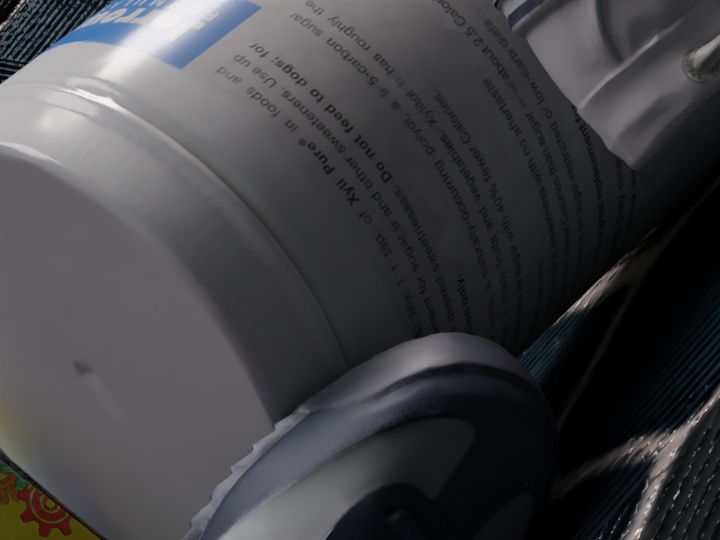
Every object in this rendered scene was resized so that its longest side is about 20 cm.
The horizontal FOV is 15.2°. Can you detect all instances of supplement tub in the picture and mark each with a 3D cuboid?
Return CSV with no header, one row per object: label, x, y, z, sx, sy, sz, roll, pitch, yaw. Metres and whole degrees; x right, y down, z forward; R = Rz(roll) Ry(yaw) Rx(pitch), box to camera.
supplement tub,0.001,-0.031,0.667,0.200,0.132,0.132,-41,-1,-34

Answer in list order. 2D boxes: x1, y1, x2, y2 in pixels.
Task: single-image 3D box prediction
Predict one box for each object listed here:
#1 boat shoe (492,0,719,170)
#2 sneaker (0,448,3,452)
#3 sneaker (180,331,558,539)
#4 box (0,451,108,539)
boat shoe,0.121,-0.087,0.561,0.200,0.065,0.074,-31,-5,-8
sneaker,-0.130,0.034,1.069,0.200,0.081,0.088,-40,-1,42
sneaker,-0.019,0.100,0.547,0.200,0.070,0.082,-48,30,-9
box,-0.148,0.114,0.694,0.122,0.200,0.193,-53,5,-29
